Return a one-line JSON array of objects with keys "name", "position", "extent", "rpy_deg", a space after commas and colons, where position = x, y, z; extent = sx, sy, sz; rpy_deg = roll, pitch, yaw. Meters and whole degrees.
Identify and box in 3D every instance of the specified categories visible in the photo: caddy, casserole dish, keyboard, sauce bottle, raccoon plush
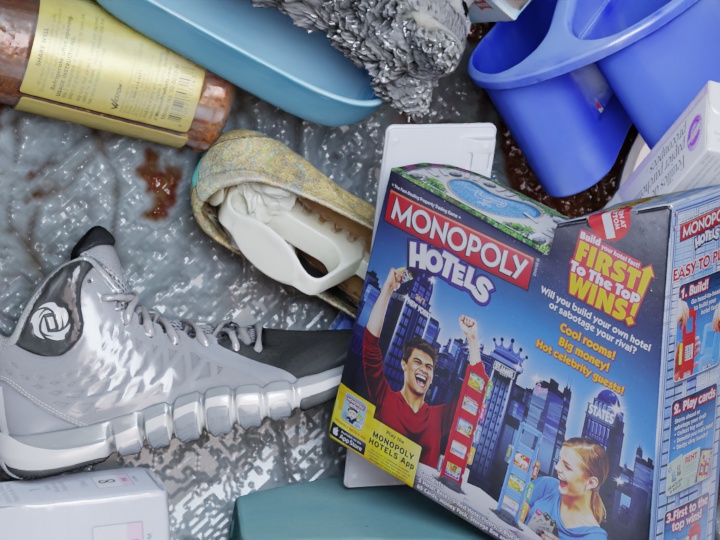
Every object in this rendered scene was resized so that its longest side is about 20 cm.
[{"name": "caddy", "position": [0.137, -0.126, 1.450], "extent": [0.105, 0.141, 0.200], "rpy_deg": [61, 34, -17]}, {"name": "casserole dish", "position": [-0.057, -0.139, 1.435], "extent": [0.200, 0.039, 0.121], "rpy_deg": [29, 44, -5]}, {"name": "keyboard", "position": [0.029, 0.020, 1.424], "extent": [0.056, 0.011, 0.200], "rpy_deg": [1, 116, -12]}, {"name": "sauce bottle", "position": [-0.162, -0.111, 1.427], "extent": [0.200, 0.066, 0.066], "rpy_deg": [15, 89, -18]}, {"name": "raccoon plush", "position": [-0.042, -0.128, 1.375], "extent": [0.200, 0.097, 0.134], "rpy_deg": [-17, 74, -4]}]

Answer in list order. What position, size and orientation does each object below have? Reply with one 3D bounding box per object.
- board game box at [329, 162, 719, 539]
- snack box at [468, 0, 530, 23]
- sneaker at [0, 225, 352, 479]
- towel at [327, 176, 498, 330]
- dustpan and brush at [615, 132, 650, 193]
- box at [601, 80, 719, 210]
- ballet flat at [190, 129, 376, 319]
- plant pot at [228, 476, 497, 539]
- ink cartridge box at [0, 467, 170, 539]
[{"name": "board game box", "position": [0.096, 0.031, 1.352], "extent": [0.062, 0.200, 0.200], "rpy_deg": [-18, 130, -49]}, {"name": "snack box", "position": [0.111, -0.212, 1.471], "extent": [0.037, 0.116, 0.200], "rpy_deg": [41, 83, -14]}, {"name": "sneaker", "position": [-0.096, 0.028, 1.445], "extent": [0.200, 0.075, 0.116], "rpy_deg": [-14, 93, -8]}, {"name": "towel", "position": [0.088, 0.051, 1.528], "extent": [0.200, 0.024, 0.145], "rpy_deg": [36, 83, -14]}, {"name": "dustpan and brush", "position": [0.162, -0.020, 1.522], "extent": [0.200, 0.057, 0.140], "rpy_deg": [-29, 95, -10]}, {"name": "box", "position": [0.146, -0.025, 1.394], "extent": [0.041, 0.200, 0.039], "rpy_deg": [12, 61, -12]}, {"name": "ballet flat", "position": [0.000, 0.000, 1.455], "extent": [0.200, 0.071, 0.071], "rpy_deg": [32, 85, 1]}, {"name": "plant pot", "position": [0.030, 0.178, 1.454], "extent": [0.200, 0.141, 0.142], "rpy_deg": [8, 101, -7]}, {"name": "ink cartridge box", "position": [-0.192, 0.191, 1.434], "extent": [0.200, 0.057, 0.163], "rpy_deg": [-7, 105, -20]}]
